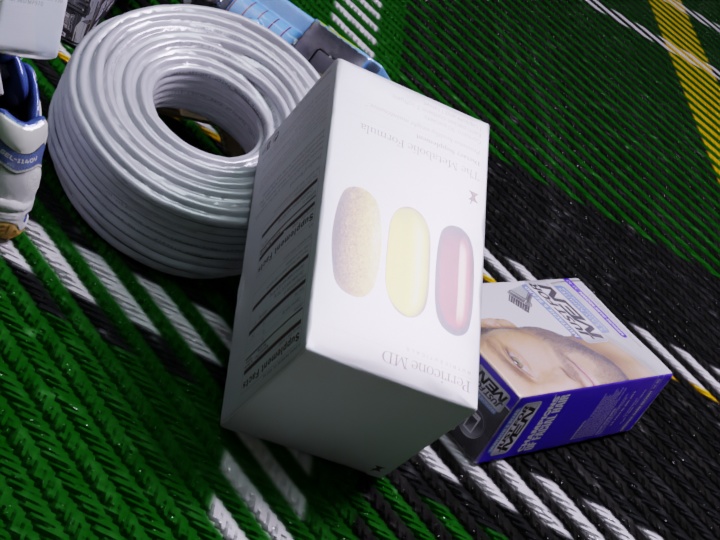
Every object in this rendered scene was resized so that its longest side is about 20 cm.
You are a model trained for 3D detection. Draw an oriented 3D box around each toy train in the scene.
[{"bbox_3d":[-0.063,-0.175,1.181,0.200,0.087,0.114,37,-2,11],"label":"toy train"}]

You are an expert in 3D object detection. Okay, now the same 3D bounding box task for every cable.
[{"bbox_3d":[-0.106,-0.089,0.976,0.199,0.069,0.201,0,53,-29],"label":"cable"}]

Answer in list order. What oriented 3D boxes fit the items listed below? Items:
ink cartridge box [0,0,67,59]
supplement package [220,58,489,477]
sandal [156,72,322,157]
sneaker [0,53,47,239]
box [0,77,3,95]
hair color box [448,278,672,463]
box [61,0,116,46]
[{"bbox_3d":[-0.217,-0.241,0.864,0.047,0.201,0.160,4,16,-43],"label":"ink cartridge box"},{"bbox_3d":[0.000,0.000,0.861,0.113,0.110,0.201,20,54,-22],"label":"supplement package"},{"bbox_3d":[-0.082,-0.116,1.114,0.210,0.078,0.070,19,-17,7],"label":"sandal"},{"bbox_3d":[-0.231,-0.108,0.906,0.075,0.088,0.200,8,33,-37],"label":"sneaker"},{"bbox_3d":[-0.287,-0.127,0.751,0.199,0.111,0.035,-19,17,-41],"label":"box"},{"bbox_3d":[0.118,0.064,1.019,0.199,0.065,0.109,-4,44,-49],"label":"hair color box"},{"bbox_3d":[-0.286,-0.270,1.175,0.199,0.050,0.158,28,25,-10],"label":"box"}]
